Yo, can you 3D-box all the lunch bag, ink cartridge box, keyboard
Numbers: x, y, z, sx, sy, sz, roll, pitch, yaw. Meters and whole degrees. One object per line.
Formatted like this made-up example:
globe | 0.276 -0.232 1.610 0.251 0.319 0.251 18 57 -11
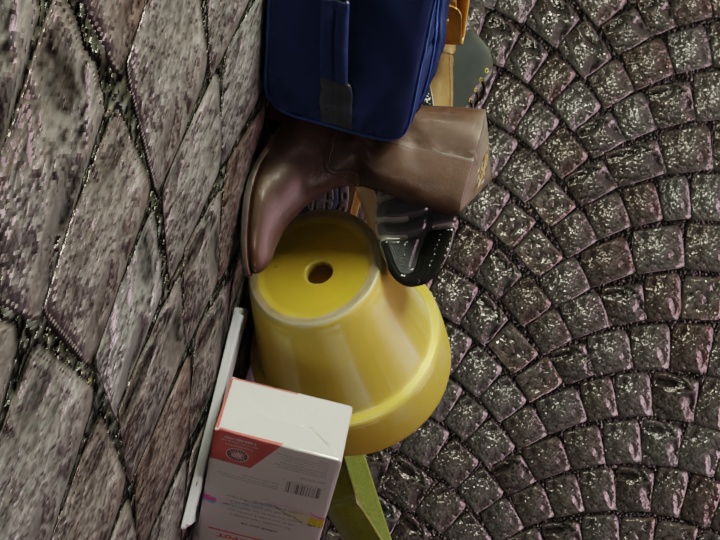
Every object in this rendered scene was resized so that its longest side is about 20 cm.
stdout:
lunch bag | 0.002 -0.209 0.874 0.201 0.134 0.133 97 8 -47
ink cartridge box | -0.085 0.201 1.044 0.068 0.115 0.201 -78 -178 -50
keyboard | -0.132 0.133 1.028 0.056 0.011 0.203 123 -19 -88

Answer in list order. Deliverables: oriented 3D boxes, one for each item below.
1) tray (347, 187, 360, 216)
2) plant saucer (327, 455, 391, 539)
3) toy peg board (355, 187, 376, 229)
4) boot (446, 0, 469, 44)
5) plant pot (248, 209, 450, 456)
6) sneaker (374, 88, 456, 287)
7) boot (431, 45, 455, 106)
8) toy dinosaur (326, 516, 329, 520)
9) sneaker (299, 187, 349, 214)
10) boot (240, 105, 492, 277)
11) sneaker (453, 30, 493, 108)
tray | -0.027 -0.073 1.547 0.099 0.037 0.203 44 59 -84
plant saucer | -0.024 0.239 1.337 0.201 0.047 0.201 66 3 -50
toy peg board | 0.041 -0.126 1.280 0.199 0.097 0.202 -17 88 -85
boot | 0.028 -0.228 1.070 0.071 0.142 0.203 -64 167 -46
plant pot | -0.022 0.049 1.091 0.190 0.198 0.203 70 31 -54
sneaker | 0.040 -0.082 1.048 0.115 0.074 0.203 145 -57 -79
boot | 0.030 -0.182 1.149 0.174 0.066 0.203 11 -84 50
toy dinosaur | -0.121 0.269 1.378 0.200 0.104 0.184 -147 -124 -60
sneaker | -0.040 -0.145 1.087 0.088 0.073 0.202 -97 -165 -47
boot | 0.007 -0.065 0.956 0.064 0.197 0.189 67 36 -82
sneaker | 0.104 -0.167 1.204 0.075 0.105 0.202 122 -46 -72
